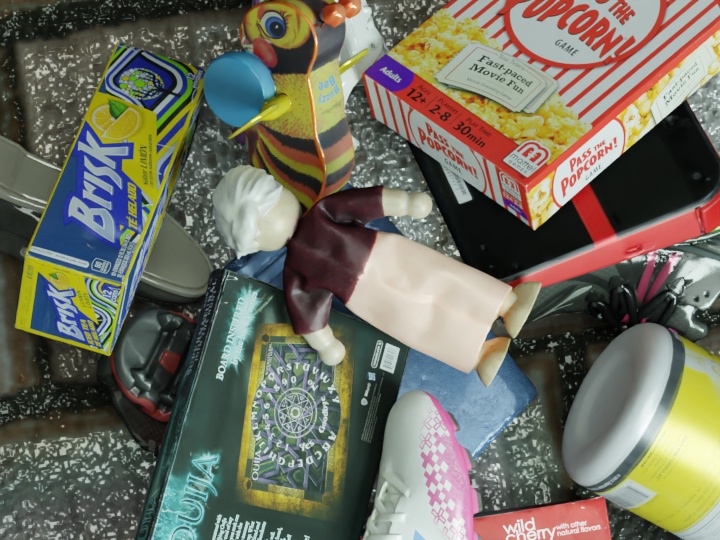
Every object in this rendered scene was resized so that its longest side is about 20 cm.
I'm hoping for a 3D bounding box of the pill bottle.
[{"bbox_3d":[0.234,0.123,1.672,0.200,0.112,0.112,28,80,-15],"label":"pill bottle"}]

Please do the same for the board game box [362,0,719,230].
[{"bbox_3d":[0.125,-0.134,1.691,0.200,0.046,0.151,-40,54,-19],"label":"board game box"}]

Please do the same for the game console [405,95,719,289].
[{"bbox_3d":[0.127,-0.078,1.696,0.177,0.031,0.200,-21,50,-4],"label":"game console"}]

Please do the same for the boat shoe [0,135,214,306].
[{"bbox_3d":[-0.188,-0.027,1.704,0.200,0.057,0.067,28,45,-4],"label":"boat shoe"}]

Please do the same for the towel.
[{"bbox_3d":[0.012,0.042,1.707,0.112,0.049,0.200,-42,86,-9],"label":"towel"}]

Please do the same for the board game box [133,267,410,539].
[{"bbox_3d":[-0.055,0.114,1.619,0.135,0.028,0.200,23,71,-22],"label":"board game box"}]

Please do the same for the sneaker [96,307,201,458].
[{"bbox_3d":[-0.085,0.097,1.680,0.200,0.098,0.071,37,66,-19],"label":"sneaker"}]

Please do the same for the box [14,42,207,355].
[{"bbox_3d":[-0.152,-0.046,1.644,0.064,0.070,0.200,16,46,0],"label":"box"}]

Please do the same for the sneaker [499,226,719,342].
[{"bbox_3d":[0.183,0.010,1.705,0.200,0.077,0.084,-11,84,-3],"label":"sneaker"}]

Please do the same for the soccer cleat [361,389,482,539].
[{"bbox_3d":[0.027,0.173,1.607,0.086,0.070,0.200,-6,86,-24],"label":"soccer cleat"}]

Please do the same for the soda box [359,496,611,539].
[{"bbox_3d":[0.058,0.190,1.681,0.200,0.063,0.070,-8,83,-6],"label":"soda box"}]

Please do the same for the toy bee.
[{"bbox_3d":[-0.044,-0.124,1.623,0.200,0.109,0.131,56,45,-30],"label":"toy bee"}]

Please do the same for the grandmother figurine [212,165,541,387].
[{"bbox_3d":[0.000,0.000,1.605,0.200,0.061,0.121,28,96,-1],"label":"grandmother figurine"}]

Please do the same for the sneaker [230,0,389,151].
[{"bbox_3d":[-0.024,-0.169,1.729,0.099,0.075,0.200,10,89,-10],"label":"sneaker"}]
